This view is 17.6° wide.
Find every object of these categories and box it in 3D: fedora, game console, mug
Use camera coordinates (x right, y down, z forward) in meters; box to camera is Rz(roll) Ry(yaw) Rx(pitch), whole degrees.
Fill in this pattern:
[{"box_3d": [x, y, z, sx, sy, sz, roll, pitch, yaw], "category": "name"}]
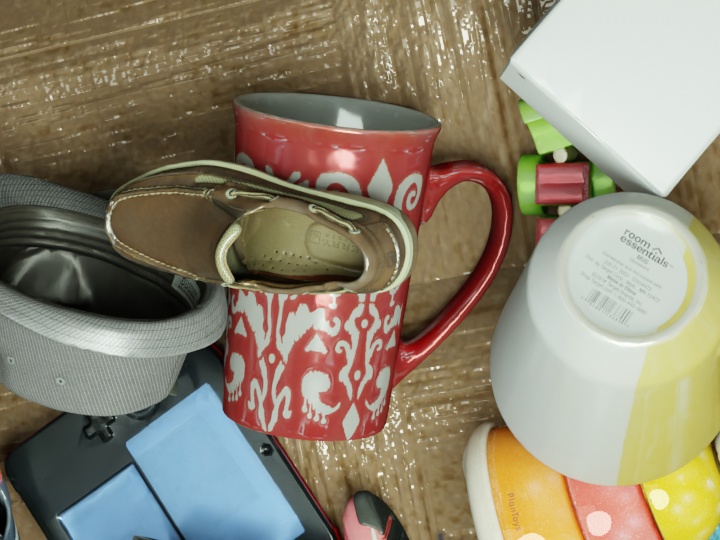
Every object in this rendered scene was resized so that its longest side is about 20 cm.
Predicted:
[{"box_3d": [-0.182, 0.026, 1.452, 0.198, 0.177, 0.091, 21, 116, 8], "category": "fedora"}, {"box_3d": [-0.123, 0.163, 1.559, 0.176, 0.031, 0.201, -34, 84, 9], "category": "game console"}, {"box_3d": [-0.006, 0.001, 1.466, 0.176, 0.133, 0.202, 11, 102, 18], "category": "mug"}, {"box_3d": [0.167, 0.026, 1.330, 0.185, 0.153, 0.151, -11, 68, -2], "category": "mug"}]

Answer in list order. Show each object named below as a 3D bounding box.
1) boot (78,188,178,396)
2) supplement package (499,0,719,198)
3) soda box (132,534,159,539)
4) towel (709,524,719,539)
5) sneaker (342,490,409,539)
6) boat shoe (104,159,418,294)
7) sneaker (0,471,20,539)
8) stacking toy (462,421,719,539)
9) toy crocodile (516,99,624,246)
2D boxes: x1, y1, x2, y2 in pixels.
[{"box_3d": [-0.220, 0.033, 1.549, 0.198, 0.077, 0.140, -14, 77, 20], "category": "boot"}, {"box_3d": [0.190, -0.153, 1.357, 0.121, 0.120, 0.200, 42, 90, 0], "category": "supplement package"}, {"box_3d": [-0.135, 0.277, 1.499, 0.063, 0.071, 0.202, 13, 82, 15], "category": "soda box"}, {"box_3d": [0.218, 0.244, 1.474, 0.146, 0.022, 0.201, 29, 106, 14], "category": "towel"}, {"box_3d": [-0.001, 0.246, 1.507, 0.086, 0.074, 0.202, -9, 95, 9], "category": "sneaker"}, {"box_3d": [-0.070, -0.023, 1.379, 0.200, 0.075, 0.075, 4, 104, 22], "category": "boat shoe"}, {"box_3d": [-0.258, 0.202, 1.568, 0.074, 0.085, 0.202, -17, 108, -4], "category": "sneaker"}, {"box_3d": [0.173, 0.139, 1.418, 0.198, 0.146, 0.147, -18, 90, 14], "category": "stacking toy"}, {"box_3d": [0.130, -0.013, 1.454, 0.067, 0.062, 0.202, -1, 96, 18], "category": "toy crocodile"}]
